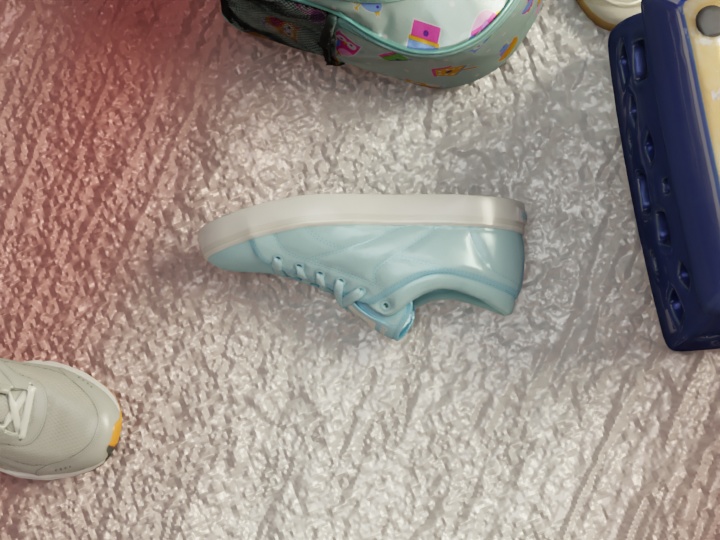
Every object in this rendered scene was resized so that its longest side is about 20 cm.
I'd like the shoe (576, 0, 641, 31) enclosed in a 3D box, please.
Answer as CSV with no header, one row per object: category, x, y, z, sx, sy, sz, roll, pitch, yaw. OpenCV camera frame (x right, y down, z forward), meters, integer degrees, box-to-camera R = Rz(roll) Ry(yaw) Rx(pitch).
shoe,0.151,-0.246,0.947,0.069,0.053,0.202,-3,82,8

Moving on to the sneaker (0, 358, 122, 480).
sneaker,-0.244,0.079,0.945,0.198,0.092,0.076,12,85,10

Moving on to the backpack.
backpack,0.019,-0.206,0.916,0.199,0.153,0.177,24,81,5

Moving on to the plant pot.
plant pot,0.247,-0.069,0.839,0.198,0.180,0.202,-10,84,6

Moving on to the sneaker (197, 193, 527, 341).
sneaker,0.000,0.000,0.928,0.198,0.074,0.083,-2,79,9
